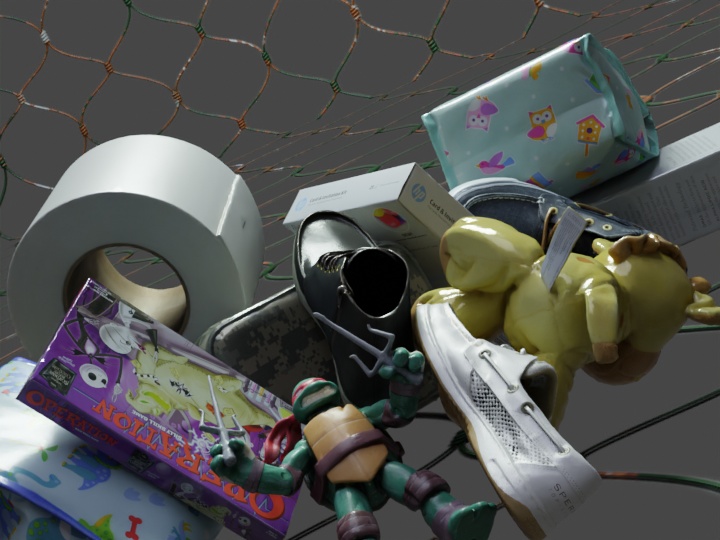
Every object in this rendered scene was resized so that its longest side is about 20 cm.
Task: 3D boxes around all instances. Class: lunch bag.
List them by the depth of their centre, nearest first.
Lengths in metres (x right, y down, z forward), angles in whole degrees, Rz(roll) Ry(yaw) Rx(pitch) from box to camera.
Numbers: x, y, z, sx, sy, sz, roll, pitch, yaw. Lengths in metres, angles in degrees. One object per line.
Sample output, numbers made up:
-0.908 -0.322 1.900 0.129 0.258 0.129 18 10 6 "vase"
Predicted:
-0.203 0.157 1.044 0.128 0.200 0.170 -52 1 24 "lunch bag"
-0.033 0.076 1.218 0.200 0.140 0.168 -29 1 -19 "lunch bag"
0.170 -0.120 1.370 0.170 0.122 0.200 -25 -10 19 "lunch bag"

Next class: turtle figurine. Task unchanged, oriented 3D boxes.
-0.007 0.114 0.975 0.150 0.101 0.200 -40 52 0 "turtle figurine"

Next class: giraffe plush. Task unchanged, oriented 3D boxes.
0.157 0.028 1.063 0.162 0.173 0.200 -5 -32 -39 "giraffe plush"

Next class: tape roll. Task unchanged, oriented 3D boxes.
-0.188 0.000 1.307 0.202 0.203 0.139 -22 21 12 "tape roll"

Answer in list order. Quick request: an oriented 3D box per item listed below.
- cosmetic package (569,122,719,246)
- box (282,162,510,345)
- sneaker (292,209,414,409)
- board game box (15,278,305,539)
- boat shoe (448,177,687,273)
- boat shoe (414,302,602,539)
0.266 -0.061 1.376 0.200 0.074 0.102 -25 12 7 "cosmetic package"
0.055 -0.004 1.259 0.156 0.200 0.041 -9 49 52 "box"
0.000 0.000 1.075 0.075 0.106 0.200 -11 44 -13 "sneaker"
-0.126 0.098 1.045 0.032 0.200 0.120 -48 14 37 "board game box"
0.168 -0.028 1.245 0.200 0.071 0.091 12 6 -16 "boat shoe"
0.095 0.083 0.969 0.069 0.071 0.200 -32 44 4 "boat shoe"
